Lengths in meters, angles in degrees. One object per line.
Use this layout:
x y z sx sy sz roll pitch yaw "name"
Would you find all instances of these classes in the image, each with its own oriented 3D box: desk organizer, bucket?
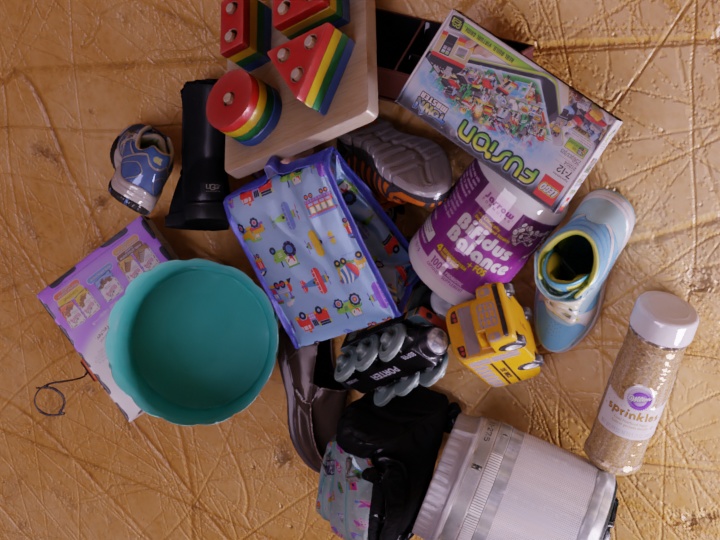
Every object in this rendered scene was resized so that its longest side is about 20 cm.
0.078 -0.214 1.432 0.199 0.072 0.078 18 117 24 "desk organizer"
-0.194 0.085 1.622 0.205 0.135 0.209 0 88 -1 "bucket"

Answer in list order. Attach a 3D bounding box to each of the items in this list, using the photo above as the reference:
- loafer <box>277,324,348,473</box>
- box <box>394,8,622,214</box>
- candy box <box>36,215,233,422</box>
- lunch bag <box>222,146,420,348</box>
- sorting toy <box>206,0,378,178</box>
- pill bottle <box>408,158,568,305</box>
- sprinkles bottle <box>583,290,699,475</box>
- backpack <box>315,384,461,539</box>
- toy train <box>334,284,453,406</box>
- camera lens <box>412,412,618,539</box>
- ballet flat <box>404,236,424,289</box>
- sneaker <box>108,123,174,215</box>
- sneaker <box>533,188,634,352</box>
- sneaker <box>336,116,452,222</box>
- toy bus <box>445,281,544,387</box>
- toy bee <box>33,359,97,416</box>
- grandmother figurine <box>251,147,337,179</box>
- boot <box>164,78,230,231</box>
-0.050 0.158 1.675 0.071 0.073 0.202 -4 109 33 "loafer"
0.144 -0.156 1.336 0.199 0.035 0.110 36 103 15 "box"
-0.280 0.061 1.726 0.167 0.072 0.201 -36 90 0 "candy box"
-0.050 -0.033 1.466 0.150 0.094 0.201 -19 115 34 "lunch bag"
-0.082 -0.227 1.451 0.199 0.069 0.200 -19 60 34 "sorting toy"
0.147 -0.063 1.424 0.112 0.112 0.200 42 119 9 "pill bottle"
0.297 0.121 1.446 0.068 0.068 0.201 26 123 20 "sprinkles bottle"
0.025 0.241 1.629 0.126 0.166 0.201 34 130 35 "backpack"
0.042 0.078 1.530 0.085 0.115 0.200 31 151 -18 "toy train"
0.175 0.263 1.508 0.199 0.160 0.161 22 122 7 "camera lens"
0.000 0.000 1.576 0.199 0.072 0.073 -8 107 34 "ballet flat"
-0.251 -0.135 1.619 0.075 0.200 0.077 29 107 -23 "sneaker"
0.209 0.020 1.416 0.079 0.130 0.201 26 123 19 "sneaker"
0.040 -0.090 1.489 0.200 0.077 0.113 44 146 52 "sneaker"
0.143 0.070 1.438 0.078 0.200 0.066 -16 72 13 "toy bus"
-0.339 0.106 1.830 0.198 0.109 0.132 -14 96 10 "toy bee"
-0.076 -0.127 1.577 0.120 0.061 0.202 5 116 19 "grandmother figurine"
-0.186 -0.135 1.624 0.200 0.076 0.170 165 108 -75 "boot"
